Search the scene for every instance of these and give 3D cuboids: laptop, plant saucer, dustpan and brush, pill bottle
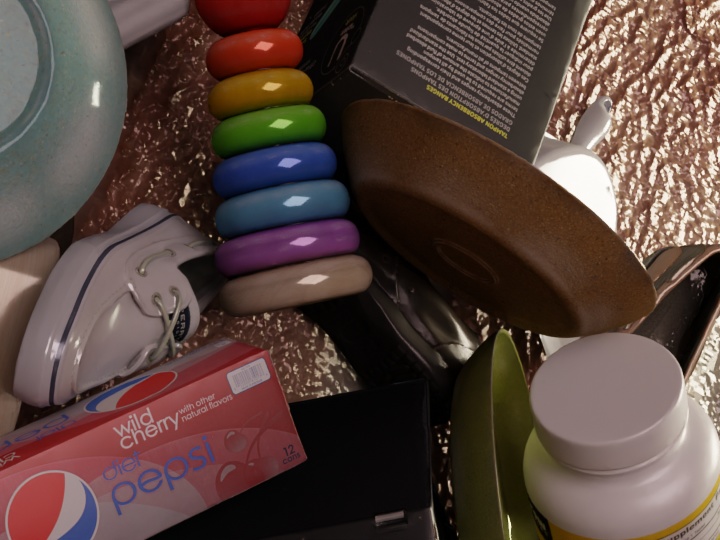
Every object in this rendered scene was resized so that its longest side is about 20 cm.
[{"bbox_3d":[-0.044,0.165,0.904,0.186,0.116,0.201,-11,80,7],"label":"laptop"},{"bbox_3d":[0.065,-0.018,0.957,0.200,0.200,0.036,37,77,-14],"label":"plant saucer"},{"bbox_3d":[0.132,-0.050,1.132,0.200,0.057,0.140,-49,131,-34],"label":"dustpan and brush"},{"bbox_3d":[0.155,0.136,1.014,0.112,0.112,0.201,-45,136,-30],"label":"pill bottle"},{"bbox_3d":[-0.208,-0.102,0.865,0.200,0.039,0.202,3,80,-21],"label":"plant saucer"},{"bbox_3d":[0.081,0.135,1.010,0.031,0.200,0.201,-9,77,12],"label":"plant saucer"}]

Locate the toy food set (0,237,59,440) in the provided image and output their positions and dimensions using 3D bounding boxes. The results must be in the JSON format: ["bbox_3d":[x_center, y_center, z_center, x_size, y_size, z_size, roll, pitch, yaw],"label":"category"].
[{"bbox_3d":[-0.248,0.061,0.890,0.143,0.060,0.201,17,86,-20],"label":"toy food set"}]

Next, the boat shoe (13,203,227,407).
[{"bbox_3d":[-0.116,0.015,0.925,0.066,0.074,0.200,17,28,6],"label":"boat shoe"}]

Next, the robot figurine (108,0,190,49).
[{"bbox_3d":[-0.169,-0.181,0.982,0.199,0.113,0.170,-30,57,-30],"label":"robot figurine"}]

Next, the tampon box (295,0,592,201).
[{"bbox_3d":[0.046,-0.144,1.064,0.126,0.150,0.201,30,65,-17],"label":"tampon box"}]

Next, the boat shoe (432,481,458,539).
[{"bbox_3d":[0.038,0.191,1.017,0.066,0.074,0.200,-35,103,-59],"label":"boat shoe"}]

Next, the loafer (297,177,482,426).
[{"bbox_3d":[0.000,0.000,1.054,0.200,0.073,0.071,54,49,-11],"label":"loafer"}]

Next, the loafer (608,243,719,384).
[{"bbox_3d":[0.181,0.059,1.129,0.072,0.063,0.200,39,62,-14],"label":"loafer"}]

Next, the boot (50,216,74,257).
[{"bbox_3d":[-0.241,-0.022,0.924,0.199,0.075,0.098,4,72,-29],"label":"boot"}]

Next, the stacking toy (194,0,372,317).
[{"bbox_3d":[-0.053,-0.079,0.960,0.085,0.085,0.201,-11,89,-30],"label":"stacking toy"}]

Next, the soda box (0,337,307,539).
[{"bbox_3d":[-0.132,0.101,0.867,0.199,0.070,0.064,-24,103,-21],"label":"soda box"}]
